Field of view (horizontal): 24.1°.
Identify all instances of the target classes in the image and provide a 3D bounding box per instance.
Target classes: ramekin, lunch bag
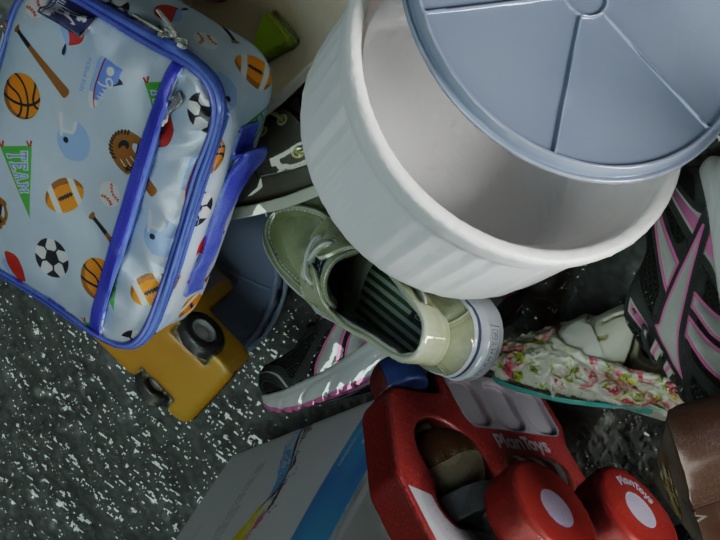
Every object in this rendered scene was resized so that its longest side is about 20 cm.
[{"bbox_3d":[0.064,-0.082,0.904,0.201,0.200,0.098,51,148,-1],"label":"ramekin"},{"bbox_3d":[-0.136,-0.065,0.949,0.160,0.075,0.201,32,121,18],"label":"lunch bag"}]

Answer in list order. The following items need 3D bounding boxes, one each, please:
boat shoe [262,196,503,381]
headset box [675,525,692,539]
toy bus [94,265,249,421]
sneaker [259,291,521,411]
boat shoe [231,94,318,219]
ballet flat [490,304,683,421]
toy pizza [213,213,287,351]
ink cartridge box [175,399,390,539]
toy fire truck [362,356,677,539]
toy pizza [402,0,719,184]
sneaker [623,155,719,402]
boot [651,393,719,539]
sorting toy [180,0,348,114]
[{"bbox_3d":[0.000,0.000,0.969,0.200,0.062,0.072,30,101,45],"label":"boat shoe"},{"bbox_3d":[0.170,0.241,1.011,0.200,0.174,0.093,-29,98,36],"label":"headset box"},{"bbox_3d":[-0.152,-0.001,1.074,0.200,0.078,0.065,44,125,1],"label":"toy bus"},{"bbox_3d":[0.012,0.024,1.061,0.200,0.080,0.087,-28,77,34],"label":"sneaker"},{"bbox_3d":[-0.027,-0.079,1.006,0.201,0.072,0.061,-14,113,9],"label":"boat shoe"},{"bbox_3d":[0.176,0.054,0.991,0.199,0.076,0.064,13,109,13],"label":"ballet flat"},{"bbox_3d":[-0.133,-0.028,1.127,0.199,0.032,0.201,12,119,22],"label":"toy pizza"},{"bbox_3d":[-0.010,0.192,1.070,0.200,0.146,0.147,-25,114,44],"label":"ink cartridge box"},{"bbox_3d":[0.072,0.125,0.959,0.112,0.200,0.168,-46,55,25],"label":"toy fire truck"},{"bbox_3d":[0.109,-0.136,0.869,0.200,0.200,0.032,48,152,0],"label":"toy pizza"},{"bbox_3d":[0.190,0.036,0.931,0.086,0.080,0.201,-12,67,31],"label":"sneaker"},{"bbox_3d":[0.224,0.045,0.817,0.199,0.064,0.187,-19,103,14],"label":"boot"},{"bbox_3d":[-0.059,-0.192,0.987,0.179,0.107,0.201,-25,91,23],"label":"sorting toy"}]
